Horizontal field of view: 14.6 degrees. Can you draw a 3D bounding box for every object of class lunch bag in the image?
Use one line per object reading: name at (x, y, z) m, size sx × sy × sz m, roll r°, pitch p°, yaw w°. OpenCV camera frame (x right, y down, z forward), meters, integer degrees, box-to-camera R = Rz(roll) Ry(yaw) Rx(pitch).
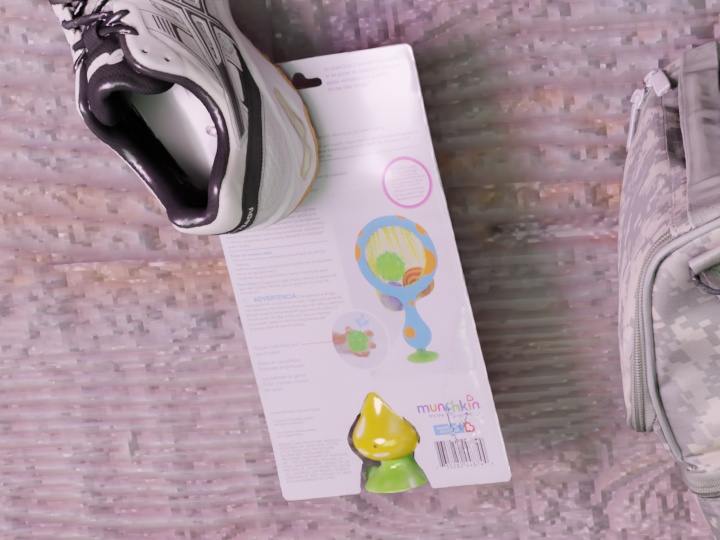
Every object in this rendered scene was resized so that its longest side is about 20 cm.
lunch bag at (0.173, 0.008, 1.157) m, size 0.139 × 0.200 × 0.168 m, roll -22°, pitch 111°, yaw 15°

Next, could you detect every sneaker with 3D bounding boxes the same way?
sneaker at (-0.094, -0.103, 1.196) m, size 0.076 × 0.088 × 0.200 m, roll -39°, pitch 85°, yaw 29°

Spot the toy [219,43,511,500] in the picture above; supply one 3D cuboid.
toy at (0.000, 0.000, 1.258) m, size 0.115 × 0.047 × 0.201 m, roll -7°, pitch 102°, yaw 26°
